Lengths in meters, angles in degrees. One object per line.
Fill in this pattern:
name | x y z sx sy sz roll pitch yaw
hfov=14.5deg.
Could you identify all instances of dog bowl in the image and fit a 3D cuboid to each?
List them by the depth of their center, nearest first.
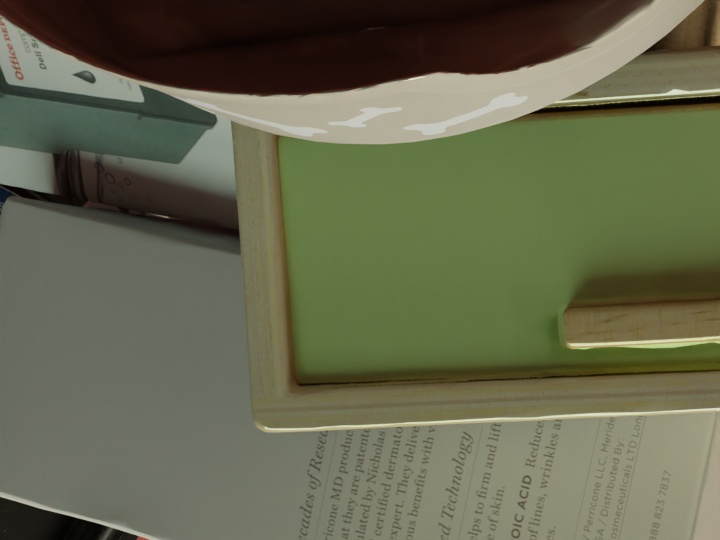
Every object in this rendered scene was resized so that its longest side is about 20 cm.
dog bowl | 0.004 -0.116 0.569 0.200 0.200 0.059 12 165 24

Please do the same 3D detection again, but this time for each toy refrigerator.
toy refrigerator | 0.077 -0.010 0.596 0.200 0.076 0.070 -3 -177 12

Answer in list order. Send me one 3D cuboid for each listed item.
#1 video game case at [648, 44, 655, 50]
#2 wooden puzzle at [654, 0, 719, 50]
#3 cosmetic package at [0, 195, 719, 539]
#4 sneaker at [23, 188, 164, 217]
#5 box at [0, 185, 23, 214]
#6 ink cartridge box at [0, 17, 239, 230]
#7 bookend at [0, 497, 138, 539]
video game case | 0.114 -0.012 0.742 0.200 0.023 0.182 23 125 10
wooden puzzle | 0.162 -0.052 0.666 0.185 0.037 0.200 16 127 17
cosmetic package | 0.010 0.039 0.722 0.200 0.081 0.113 12 -178 26
sneaker | -0.119 -0.073 0.905 0.200 0.078 0.090 30 173 -6
box | -0.100 0.006 0.946 0.137 0.038 0.200 27 176 25
ink cartridge box | -0.046 -0.092 0.711 0.200 0.084 0.146 10 126 29
bookend | -0.201 0.029 1.069 0.199 0.092 0.200 13 154 49
